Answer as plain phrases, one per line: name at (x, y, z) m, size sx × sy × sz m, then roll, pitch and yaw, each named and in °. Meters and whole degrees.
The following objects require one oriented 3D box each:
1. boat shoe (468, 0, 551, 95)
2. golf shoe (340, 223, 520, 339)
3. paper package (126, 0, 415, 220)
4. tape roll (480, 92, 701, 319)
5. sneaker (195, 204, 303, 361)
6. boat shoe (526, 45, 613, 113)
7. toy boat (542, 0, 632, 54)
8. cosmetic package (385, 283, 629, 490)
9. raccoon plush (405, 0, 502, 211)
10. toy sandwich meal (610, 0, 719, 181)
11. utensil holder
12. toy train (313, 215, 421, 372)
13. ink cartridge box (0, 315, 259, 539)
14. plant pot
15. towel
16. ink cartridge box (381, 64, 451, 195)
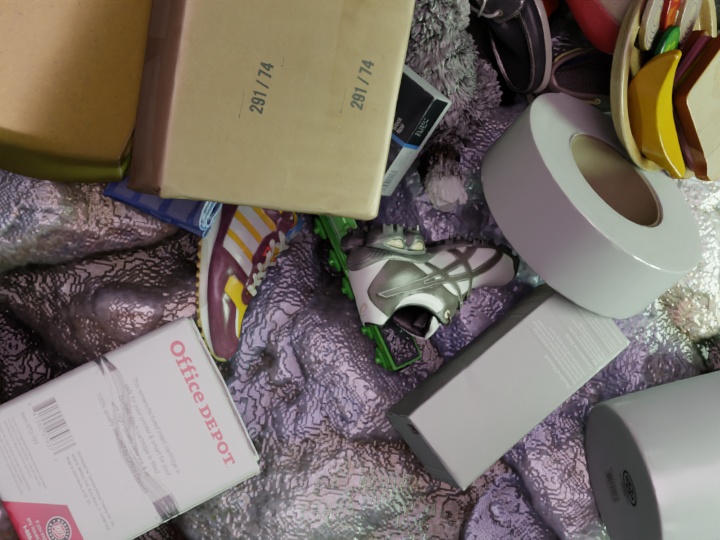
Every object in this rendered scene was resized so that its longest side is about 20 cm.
boat shoe at (0.117, -0.251, 0.948) m, size 0.067 × 0.072 × 0.202 m, roll -27°, pitch 106°, yaw -28°
golf shoe at (0.063, 0.014, 0.920) m, size 0.199 × 0.077 × 0.095 m, roll 5°, pitch 79°, yaw -39°
paper package at (-0.067, -0.147, 0.802) m, size 0.189 × 0.103 × 0.202 m, roll 6°, pitch 97°, yaw -26°
tape roll at (0.202, -0.059, 0.921) m, size 0.201 × 0.071 × 0.203 m, roll 25°, pitch 40°, yaw -23°
sneaker at (-0.096, -0.020, 0.925) m, size 0.089 × 0.075 × 0.202 m, roll 2°, pitch 85°, yaw -4°
boat shoe at (0.261, -0.189, 1.007) m, size 0.198 × 0.060 × 0.073 m, roll -9°, pitch 85°, yaw -10°
toy boat at (0.187, -0.272, 0.980) m, size 0.130 × 0.131 × 0.201 m, roll -4°, pitch 52°, yaw -47°
cosmetic package at (0.127, 0.098, 0.933) m, size 0.200 × 0.107 × 0.090 m, roll -41°, pitch 92°, yaw -9°
raccoon plush at (0.072, -0.170, 0.908) m, size 0.096 × 0.134 × 0.201 m, roll -18°, pitch 49°, yaw 7°
toy sandwich meal at (0.290, -0.170, 0.921) m, size 0.204 × 0.070 × 0.207 m, roll -21°, pitch 118°, yaw -45°
utensil holder at (0.322, 0.172, 0.925) m, size 0.198 × 0.170 × 0.172 m, roll -11°, pitch 86°, yaw -9°
toy train at (0.000, 0.000, 0.948) m, size 0.041 × 0.056 × 0.201 m, roll -25°, pitch 89°, yaw -11°
ink cartridge box at (-0.203, 0.146, 0.886) m, size 0.199 × 0.083 × 0.146 m, roll -26°, pitch 88°, yaw -11°
plant pot at (-0.259, -0.174, 0.856) m, size 0.199 × 0.195 × 0.196 m, roll 25°, pitch 81°, yaw -8°
towel at (-0.137, -0.137, 0.912) m, size 0.146 × 0.024 × 0.201 m, roll 21°, pitch 81°, yaw 37°
ink cartridge box at (-0.024, -0.163, 0.912) m, size 0.200 × 0.039 × 0.100 m, roll 42°, pitch 111°, yaw 23°
